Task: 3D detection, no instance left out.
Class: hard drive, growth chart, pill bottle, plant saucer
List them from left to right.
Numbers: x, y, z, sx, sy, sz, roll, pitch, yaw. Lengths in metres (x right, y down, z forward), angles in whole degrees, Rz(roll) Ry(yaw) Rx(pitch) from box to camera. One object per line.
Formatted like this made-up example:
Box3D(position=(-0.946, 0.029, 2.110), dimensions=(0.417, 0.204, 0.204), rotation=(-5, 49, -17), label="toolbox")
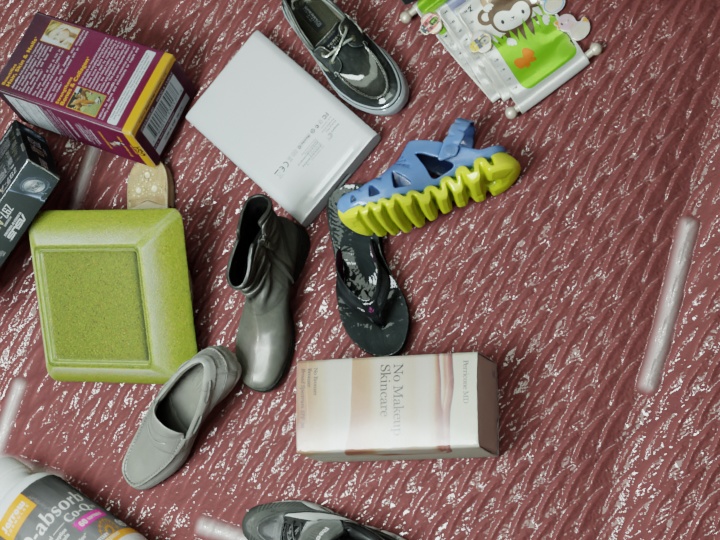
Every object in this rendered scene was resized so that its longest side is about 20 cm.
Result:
Box3D(position=(-0.336, 0.294, 1.749), dimensions=(0.199, 0.116, 0.117), rotation=(29, 89, 22), label="pill bottle")
Box3D(position=(-0.286, 0.035, 1.775), dimensions=(0.198, 0.048, 0.202), rotation=(0, 102, 23), label="plant saucer")
Box3D(position=(-0.089, -0.162, 1.807), dimensions=(0.200, 0.027, 0.132), rotation=(42, 94, 21), label="hard drive")
Box3D(position=(0.157, -0.265, 1.748), dimensions=(0.145, 0.018, 0.200), rotation=(-45, 70, 5), label="growth chart")

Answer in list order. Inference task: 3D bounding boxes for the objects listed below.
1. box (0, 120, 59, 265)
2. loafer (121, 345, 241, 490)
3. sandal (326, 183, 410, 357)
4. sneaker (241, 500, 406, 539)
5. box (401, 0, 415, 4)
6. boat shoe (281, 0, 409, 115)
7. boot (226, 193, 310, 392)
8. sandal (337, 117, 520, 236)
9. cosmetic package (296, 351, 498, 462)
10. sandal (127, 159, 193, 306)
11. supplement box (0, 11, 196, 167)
Box3D(position=(-0.426, -0.060, 1.829), dimensions=(0.201, 0.043, 0.160), rotation=(-55, 26, 7), label="box")
Box3D(position=(-0.206, 0.162, 1.740), dimensions=(0.070, 0.070, 0.201), rotation=(43, 111, 21), label="loafer")
Box3D(position=(-0.001, 0.000, 1.730), dimensions=(0.075, 0.048, 0.202), rotation=(-20, 72, 14), label="sandal")
Box3D(position=(-0.041, 0.281, 1.663), dimensions=(0.199, 0.090, 0.067), rotation=(13, 82, 21), label="sneaker")
Box3D(position=(0.115, -0.404, 1.766), dimensions=(0.199, 0.044, 0.161), rotation=(-19, 65, 15), label="box")
Box3D(position=(-0.028, -0.249, 1.779), dimensions=(0.072, 0.071, 0.200), rotation=(-47, 69, 5), label="boat shoe")
Box3D(position=(-0.116, 0.025, 1.720), dimensions=(0.067, 0.131, 0.202), rotation=(7, 81, 20), label="boot")
Box3D(position=(0.066, -0.101, 1.709), dimensions=(0.199, 0.080, 0.088), rotation=(-20, 68, -5), label="sandal")
Box3D(position=(0.039, 0.144, 1.665), dimensions=(0.199, 0.087, 0.104), rotation=(-5, 76, 18), label="cosmetic package")
Box3D(position=(-0.244, -0.030, 1.809), dimensions=(0.077, 0.070, 0.213), rotation=(-12, 75, 17), label="sandal")
Box3D(position=(-0.308, -0.210, 1.849), dimensions=(0.199, 0.086, 0.111), rotation=(20, 72, 22), label="supplement box")
